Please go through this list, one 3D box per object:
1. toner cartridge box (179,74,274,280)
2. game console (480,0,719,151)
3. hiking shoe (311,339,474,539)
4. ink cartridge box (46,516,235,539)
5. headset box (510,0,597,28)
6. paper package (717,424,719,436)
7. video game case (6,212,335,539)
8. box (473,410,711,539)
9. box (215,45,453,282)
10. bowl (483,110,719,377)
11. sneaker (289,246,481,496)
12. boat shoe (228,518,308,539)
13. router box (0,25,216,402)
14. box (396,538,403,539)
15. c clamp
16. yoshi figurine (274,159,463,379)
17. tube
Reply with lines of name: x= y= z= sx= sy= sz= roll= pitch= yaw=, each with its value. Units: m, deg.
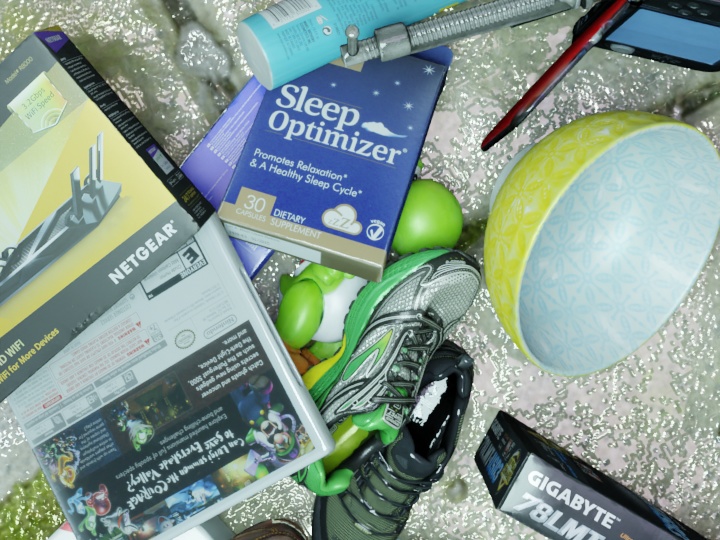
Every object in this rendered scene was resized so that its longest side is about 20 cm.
toner cartridge box: x=-0.087 y=-0.062 z=0.957 sx=0.095 sy=0.043 sz=0.201 roll=40 pitch=89 yaw=1
game console: x=0.187 y=-0.130 z=0.883 sx=0.170 sy=0.200 sz=0.120 roll=13 pitch=90 yaw=-1
hiking shoe: x=0.020 y=0.141 z=0.926 sx=0.075 sy=0.101 sz=0.202 roll=27 pitch=89 yaw=0
ink cartridge box: x=-0.144 y=0.254 z=0.930 sx=0.144 sy=0.084 sz=0.200 roll=-44 pitch=90 yaw=-2
headset box: x=0.156 y=-0.305 z=0.947 sx=0.147 sy=0.075 sz=0.203 roll=-16 pitch=90 yaw=0
paper package: x=0.383 y=0.053 z=0.931 sx=0.197 sy=0.103 sz=0.193 roll=9 pitch=89 yaw=0
video game case: x=-0.140 y=0.085 z=0.859 sx=0.199 sy=0.023 sz=0.183 roll=-30 pitch=85 yaw=15
box: x=0.179 y=0.178 z=0.878 sx=0.197 sy=0.200 sz=0.050 roll=29 pitch=91 yaw=1
box: x=-0.013 y=-0.101 z=0.896 sx=0.120 sy=0.032 sz=0.202 roll=16 pitch=65 yaw=5
bowl: x=0.156 y=-0.035 z=0.916 sx=0.201 sy=0.200 sz=0.108 roll=-49 pitch=47 yaw=-1
sneaker: x=0.021 y=0.073 z=0.875 sx=0.078 sy=0.085 sz=0.201 roll=34 pitch=94 yaw=-37
boat shoe: x=-0.115 y=0.244 z=0.855 sx=0.200 sy=0.070 sz=0.070 roll=-45 pitch=91 yaw=-1
router box: x=-0.218 y=-0.031 z=0.816 sx=0.199 sy=0.052 sz=0.158 roll=-39 pitch=99 yaw=14
box: x=0.031 y=0.305 z=0.929 sx=0.082 sy=0.049 sz=0.202 roll=21 pitch=89 yaw=-43
c clamp: x=0.076 y=-0.163 z=0.829 sx=0.198 sy=0.171 sz=0.027 roll=-17 pitch=94 yaw=-7
yoshi figurine: x=0.008 y=0.004 z=0.930 sx=0.111 sy=0.112 sz=0.202 roll=27 pitch=87 yaw=-8
tube: x=0.010 y=-0.194 z=0.895 sx=0.198 sy=0.051 sz=0.078 roll=-28 pitch=73 yaw=-14
